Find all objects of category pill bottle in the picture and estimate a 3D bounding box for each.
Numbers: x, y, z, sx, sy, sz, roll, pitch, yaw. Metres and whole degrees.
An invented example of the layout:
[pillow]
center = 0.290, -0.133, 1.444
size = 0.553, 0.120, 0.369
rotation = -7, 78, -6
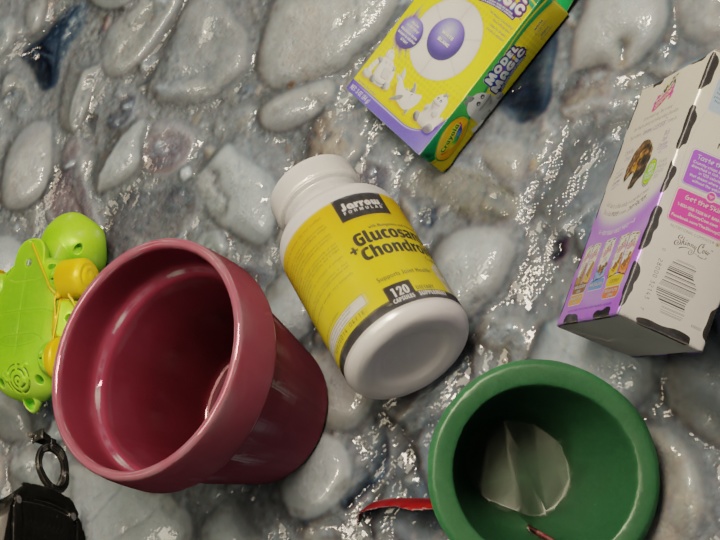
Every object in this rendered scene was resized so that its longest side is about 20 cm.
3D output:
[pill bottle]
center = 0.000, 0.000, 1.505
size = 0.112, 0.112, 0.201
rotation = -42, 54, 14

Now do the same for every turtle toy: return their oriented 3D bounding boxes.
[turtle toy]
center = -0.287, 0.038, 1.701
size = 0.144, 0.101, 0.202
rotation = -6, 68, 32

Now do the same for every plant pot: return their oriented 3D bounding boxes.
[plant pot]
center = -0.126, 0.097, 1.514
size = 0.198, 0.179, 0.202
rotation = -14, 64, 30

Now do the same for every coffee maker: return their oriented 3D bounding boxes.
[coffee maker]
center = -0.355, 0.271, 1.657
size = 0.198, 0.135, 0.193
rotation = -16, 40, 28

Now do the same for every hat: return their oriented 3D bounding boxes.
[hat]
center = 0.120, 0.157, 1.419
size = 0.198, 0.176, 0.167
rotation = 23, 82, 1

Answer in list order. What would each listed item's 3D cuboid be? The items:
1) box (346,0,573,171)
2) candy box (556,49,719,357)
[box]
center = 0.090, -0.199, 1.563
size = 0.201, 0.048, 0.117
rotation = -51, 52, 6
[candy box]
center = 0.227, -0.043, 1.328
size = 0.071, 0.168, 0.202
rotation = 22, 83, -6
